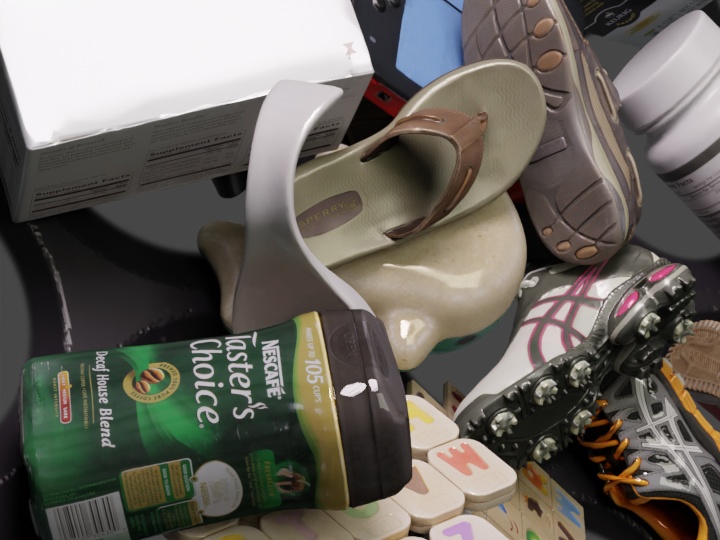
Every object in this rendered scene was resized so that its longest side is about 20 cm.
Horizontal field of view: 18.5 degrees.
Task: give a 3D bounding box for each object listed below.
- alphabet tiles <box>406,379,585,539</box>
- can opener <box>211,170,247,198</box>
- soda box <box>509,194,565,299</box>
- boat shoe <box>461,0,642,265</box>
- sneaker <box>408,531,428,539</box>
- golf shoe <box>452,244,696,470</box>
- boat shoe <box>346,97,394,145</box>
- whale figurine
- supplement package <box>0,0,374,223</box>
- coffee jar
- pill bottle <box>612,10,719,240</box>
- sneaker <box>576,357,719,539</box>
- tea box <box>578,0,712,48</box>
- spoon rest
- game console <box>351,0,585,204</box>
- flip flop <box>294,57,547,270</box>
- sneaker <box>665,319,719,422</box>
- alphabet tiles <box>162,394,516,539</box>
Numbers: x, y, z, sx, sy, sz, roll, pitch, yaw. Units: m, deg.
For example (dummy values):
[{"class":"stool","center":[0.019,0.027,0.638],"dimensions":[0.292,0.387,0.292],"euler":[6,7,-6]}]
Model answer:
[{"class":"alphabet tiles","center":[0.095,0.156,1.324],"dimensions":[0.200,0.006,0.167],"euler":[43,25,-22]},{"class":"can opener","center":[-0.075,-0.136,1.376],"dimensions":[0.063,0.079,0.201],"euler":[8,48,9]},{"class":"soda box","center":[0.084,-0.084,1.464],"dimensions":[0.070,0.063,0.201],"euler":[4,64,-37]},{"class":"boat shoe","center":[0.120,-0.103,1.372],"dimensions":[0.073,0.074,0.201],"euler":[-19,93,-59]},{"class":"sneaker","center":[0.016,0.150,1.264],"dimensions":[0.199,0.075,0.071],"euler":[-26,83,-44]},{"class":"golf shoe","center":[0.118,0.051,1.358],"dimensions":[0.200,0.078,0.088],"euler":[-33,52,-29]},{"class":"boat shoe","center":[0.017,-0.152,1.439],"dimensions":[0.065,0.072,0.201],"euler":[4,73,-77]},{"class":"whale figurine","center":[0.000,0.000,1.339],"dimensions":[0.199,0.104,0.160],"euler":[-12,62,-19]},{"class":"supplement package","center":[-0.116,-0.137,1.244],"dimensions":[0.199,0.111,0.157],"euler":[-14,74,-18]},{"class":"coffee jar","center":[-0.074,0.082,1.147],"dimensions":[0.199,0.086,0.105],"euler":[-9,38,-4]},{"class":"pill bottle","center":[0.278,-0.084,1.590],"dimensions":[0.200,0.114,0.114],"euler":[45,46,-11]},{"class":"sneaker","center":[0.179,0.111,1.426],"dimensions":[0.200,0.078,0.077],"euler":[43,57,-9]},{"class":"tea box","center":[0.186,-0.276,1.561],"dimensions":[0.196,0.200,0.134],"euler":[10,60,-36]},{"class":"spoon rest","center":[-0.032,0.000,1.200],"dimensions":[0.061,0.099,0.201],"euler":[-42,134,-49]},{"class":"game console","center":[0.067,-0.152,1.400],"dimensions":[0.200,0.031,0.178],"euler":[33,54,-31]},{"class":"flip flop","center":[0.030,-0.058,1.268],"dimensions":[0.199,0.058,0.082],"euler":[-27,98,-23]},{"class":"sneaker","center":[0.289,0.102,1.463],"dimensions":[0.112,0.200,0.071],"euler":[38,91,-24]},{"class":"alphabet tiles","center":[-0.014,0.122,1.210],"dimensions":[0.199,0.015,0.195],"euler":[-17,39,-36]}]
